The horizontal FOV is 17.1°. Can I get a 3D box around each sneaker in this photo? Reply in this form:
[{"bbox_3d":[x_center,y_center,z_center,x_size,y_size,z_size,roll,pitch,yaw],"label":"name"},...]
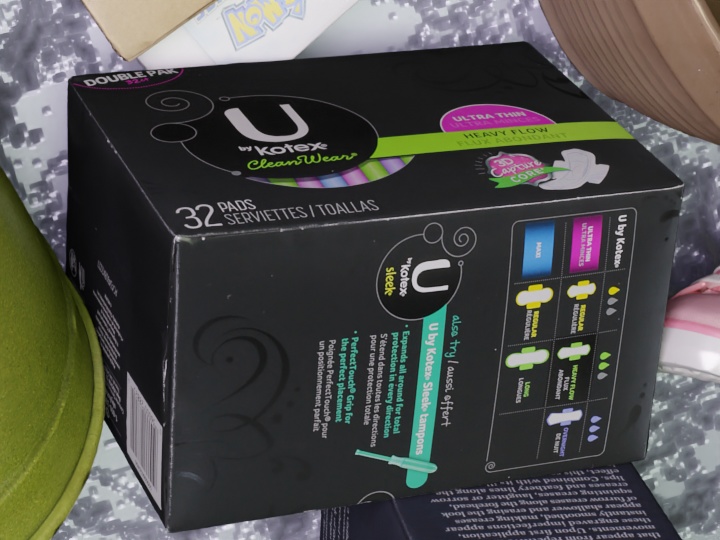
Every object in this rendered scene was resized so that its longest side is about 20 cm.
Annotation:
[{"bbox_3d":[0.179,-0.003,0.988,0.200,0.075,0.105,1,98,-56],"label":"sneaker"}]

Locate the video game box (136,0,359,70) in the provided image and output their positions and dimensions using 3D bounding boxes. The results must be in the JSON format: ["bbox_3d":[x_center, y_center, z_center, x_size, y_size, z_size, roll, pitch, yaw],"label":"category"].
[{"bbox_3d":[-0.049,-0.186,0.949,0.200,0.047,0.182,-42,110,0],"label":"video game box"}]

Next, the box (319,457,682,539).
[{"bbox_3d":[0.052,0.141,0.955,0.106,0.200,0.149,-2,113,-11],"label":"box"}]

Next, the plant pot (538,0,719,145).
[{"bbox_3d":[0.130,-0.128,0.953,0.092,0.201,0.201,-19,112,35],"label":"plant pot"}]

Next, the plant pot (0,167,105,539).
[{"bbox_3d":[-0.197,-0.001,0.818,0.199,0.201,0.193,-15,147,-8],"label":"plant pot"}]

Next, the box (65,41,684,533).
[{"bbox_3d":[0.000,0.000,0.923,0.199,0.149,0.125,-7,119,-21],"label":"box"}]

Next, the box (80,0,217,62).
[{"bbox_3d":[-0.055,-0.202,0.908,0.200,0.021,0.164,-35,105,-1],"label":"box"}]
